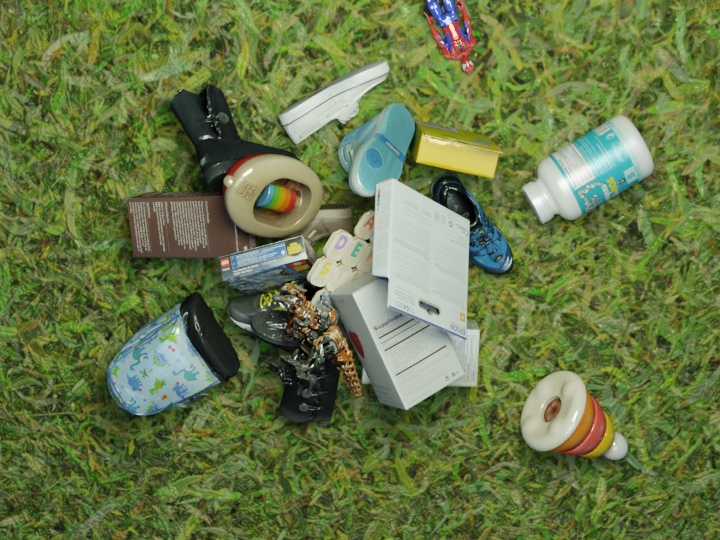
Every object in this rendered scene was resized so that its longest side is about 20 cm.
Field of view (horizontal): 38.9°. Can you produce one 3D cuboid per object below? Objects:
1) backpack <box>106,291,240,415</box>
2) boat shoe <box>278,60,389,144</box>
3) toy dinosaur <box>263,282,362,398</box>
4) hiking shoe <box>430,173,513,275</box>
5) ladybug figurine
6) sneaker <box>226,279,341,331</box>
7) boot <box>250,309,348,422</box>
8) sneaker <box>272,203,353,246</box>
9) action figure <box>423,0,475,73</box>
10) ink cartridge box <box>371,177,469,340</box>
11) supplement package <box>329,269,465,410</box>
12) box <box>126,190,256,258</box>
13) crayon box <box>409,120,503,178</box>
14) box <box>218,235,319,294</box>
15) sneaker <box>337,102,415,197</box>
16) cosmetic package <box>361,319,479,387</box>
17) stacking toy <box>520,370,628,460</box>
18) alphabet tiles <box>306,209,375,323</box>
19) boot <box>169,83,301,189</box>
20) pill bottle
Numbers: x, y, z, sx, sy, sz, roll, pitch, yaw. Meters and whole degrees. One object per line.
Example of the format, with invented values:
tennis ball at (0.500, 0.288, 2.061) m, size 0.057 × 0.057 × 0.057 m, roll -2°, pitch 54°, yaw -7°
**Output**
backpack at (-0.329, 0.157, 1.711) m, size 0.198 × 0.154 × 0.165 m, roll -21°, pitch 109°, yaw 17°
boat shoe at (-0.035, -0.268, 1.641) m, size 0.198 × 0.072 × 0.066 m, roll -28°, pitch 106°, yaw 7°
toy dinosaur at (-0.069, 0.116, 1.583) m, size 0.200 × 0.102 × 0.136 m, roll 41°, pitch 65°, yaw 13°
hiking shoe at (0.183, -0.067, 1.679) m, size 0.074 × 0.087 × 0.200 m, roll -39°, pitch 100°, yaw 8°
ladybug figurine at (-0.142, -0.122, 1.572) m, size 0.072 × 0.199 × 0.136 m, roll 43°, pitch 104°, yaw 35°
sneaker at (-0.124, 0.049, 1.700) m, size 0.197 × 0.075 × 0.085 m, roll -1°, pitch 136°, yaw -9°
boot at (-0.113, 0.166, 1.707) m, size 0.163 × 0.066 × 0.201 m, roll 12°, pitch 133°, yaw -1°
sneaker at (-0.110, -0.065, 1.686) m, size 0.197 × 0.071 × 0.077 m, roll -3°, pitch 104°, yaw 1°
action figure at (0.135, -0.407, 1.623) m, size 0.065 × 0.052 × 0.202 m, roll -26°, pitch 104°, yaw 2°
ink cartridge box at (0.093, -0.012, 1.538) m, size 0.043 × 0.195 × 0.203 m, roll -12°, pitch 65°, yaw 40°
supplement package at (0.056, 0.099, 1.613) m, size 0.119 × 0.121 × 0.202 m, roll -27°, pitch 98°, yaw -18°
box at (-0.273, -0.076, 1.651) m, size 0.197 × 0.075 × 0.102 m, roll 2°, pitch 104°, yaw 22°
crayon box at (0.145, -0.189, 1.593) m, size 0.125 × 0.200 × 0.051 m, roll 12°, pitch 103°, yaw -3°
box at (-0.139, -0.006, 1.635) m, size 0.135 × 0.200 × 0.040 m, roll -14°, pitch 81°, yaw 2°
sneaker at (0.006, -0.168, 1.610) m, size 0.130 × 0.201 × 0.080 m, roll -26°, pitch 115°, yaw 42°
cosmetic package at (0.100, 0.137, 1.733) m, size 0.197 × 0.071 × 0.107 m, roll 3°, pitch 102°, yaw -1°
stacking toy at (0.386, 0.277, 1.756) m, size 0.199 × 0.146 × 0.147 m, roll 33°, pitch 101°, yaw -24°
alphabet tiles at (0.000, 0.000, 1.663) m, size 0.199 × 0.015 × 0.197 m, roll 21°, pitch 105°, yaw -49°
boot at (-0.197, -0.219, 1.637) m, size 0.076 × 0.199 × 0.170 m, roll -39°, pitch 68°, yaw 42°
pill bottle at (0.363, -0.156, 1.649) m, size 0.199 × 0.111 × 0.112 m, roll -31°, pitch 102°, yaw 7°
